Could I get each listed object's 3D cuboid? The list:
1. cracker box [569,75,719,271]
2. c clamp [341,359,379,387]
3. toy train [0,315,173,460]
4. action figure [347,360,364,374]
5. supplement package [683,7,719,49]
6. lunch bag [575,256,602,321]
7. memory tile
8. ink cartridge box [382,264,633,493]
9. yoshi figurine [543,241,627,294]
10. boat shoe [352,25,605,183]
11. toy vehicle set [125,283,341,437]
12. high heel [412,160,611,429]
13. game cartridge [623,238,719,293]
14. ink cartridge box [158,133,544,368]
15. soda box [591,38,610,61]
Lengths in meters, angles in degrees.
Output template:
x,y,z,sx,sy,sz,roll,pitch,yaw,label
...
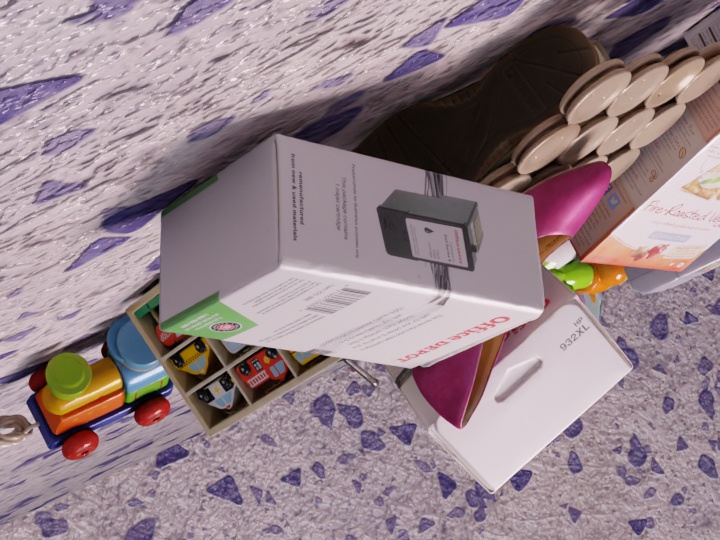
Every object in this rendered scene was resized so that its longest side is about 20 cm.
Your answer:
x,y,z,sx,sy,sz,roll,pitch,yaw,label
0.265,-0.081,1.168,0.134,0.058,0.200,4,140,-41,cracker box
0.043,0.049,1.358,0.199,0.027,0.171,-17,149,32,c clamp
-0.254,0.108,1.281,0.199,0.085,0.116,-24,163,-21,toy train
-0.056,0.027,1.483,0.200,0.134,0.149,-37,136,-25,action figure
0.405,-0.179,1.269,0.199,0.156,0.111,-22,172,-31,supplement package
0.144,0.062,1.442,0.160,0.077,0.200,-17,-156,23,lunch bag
0.165,-0.097,1.029,0.200,0.017,0.153,-15,154,-50,memory tile
0.100,0.059,1.168,0.145,0.084,0.200,-42,-157,3,ink cartridge box
0.144,-0.030,1.319,0.199,0.113,0.112,-1,-163,-28,yoshi figurine
0.077,-0.093,1.023,0.200,0.073,0.063,-36,166,14,boat shoe
-0.090,0.040,1.150,0.200,0.124,0.026,-34,-179,45,toy vehicle set
0.109,0.016,1.024,0.200,0.096,0.067,-39,155,16,high heel
0.330,-0.033,1.308,0.199,0.041,0.133,-27,169,18,game cartridge
-0.006,-0.004,0.944,0.199,0.084,0.146,11,156,-34,ink cartridge box
0.180,-0.123,1.193,0.064,0.068,0.200,-30,173,9,soda box
